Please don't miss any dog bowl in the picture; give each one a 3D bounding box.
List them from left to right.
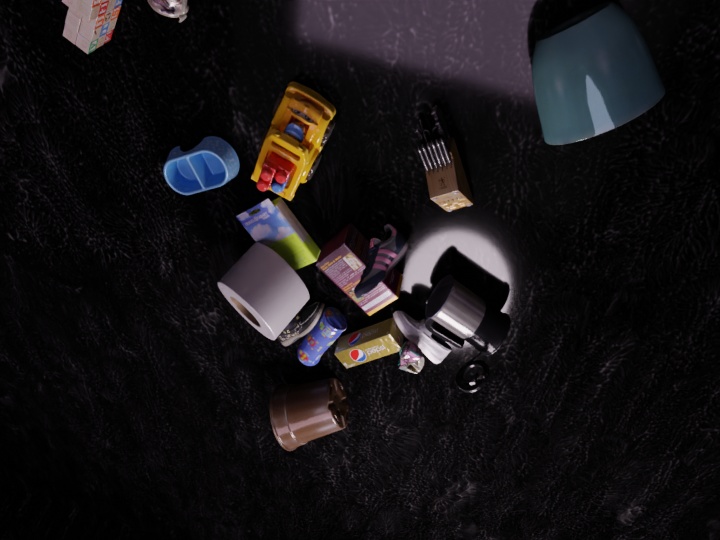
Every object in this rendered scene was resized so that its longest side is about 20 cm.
[{"bbox_3d":[-0.381,-0.241,1.242,0.193,0.050,0.114,-10,124,21],"label":"dog bowl"}]

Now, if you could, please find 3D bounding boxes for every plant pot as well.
[{"bbox_3d":[-0.148,0.433,1.627,0.192,0.203,0.204,-17,123,18],"label":"plant pot"},{"bbox_3d":[0.376,-0.333,0.871,0.195,0.202,0.165,-19,110,27],"label":"plant pot"}]

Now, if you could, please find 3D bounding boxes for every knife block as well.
[{"bbox_3d":[0.173,-0.232,1.098,0.062,0.183,0.198,-11,170,24],"label":"knife block"}]

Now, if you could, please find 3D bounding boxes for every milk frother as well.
[{"bbox_3d":[0.243,0.157,1.278,0.184,0.203,0.182,31,123,-11],"label":"milk frother"}]

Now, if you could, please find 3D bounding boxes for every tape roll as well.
[{"bbox_3d":[-0.242,0.053,1.320,0.200,0.140,0.205,36,158,17],"label":"tape roll"}]

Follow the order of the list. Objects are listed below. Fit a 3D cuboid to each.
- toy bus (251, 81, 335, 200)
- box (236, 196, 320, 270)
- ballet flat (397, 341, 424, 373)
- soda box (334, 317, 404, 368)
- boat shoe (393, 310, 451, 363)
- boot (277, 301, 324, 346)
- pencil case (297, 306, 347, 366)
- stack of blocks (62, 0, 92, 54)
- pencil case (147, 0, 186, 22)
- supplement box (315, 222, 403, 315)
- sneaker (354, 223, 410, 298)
[{"bbox_3d":[-0.150,-0.249,1.079,0.132,0.195,0.202,27,129,-7],"label":"toy bus"},{"bbox_3d":[-0.203,-0.090,1.312,0.119,0.048,0.202,-20,121,28],"label":"box"},{"bbox_3d":[0.138,0.239,1.410,0.070,0.070,0.201,32,166,12],"label":"ballet flat"},{"bbox_3d":[0.025,0.204,1.471,0.195,0.065,0.068,-24,120,30],"label":"soda box"},{"bbox_3d":[0.168,0.167,1.404,0.068,0.072,0.200,-40,105,16],"label":"boat shoe"},{"bbox_3d":[-0.206,0.115,1.460,0.153,0.074,0.202,41,127,-15],"label":"boot"},{"bbox_3d":[-0.109,0.189,1.487,0.079,0.085,0.201,56,132,22],"label":"pencil case"},{"bbox_3d":[-0.511,-0.526,1.010,0.058,0.117,0.200,33,129,-14],"label":"stack of blocks"},{"bbox_3d":[-0.336,-0.569,0.952,0.088,0.078,0.203,36,130,10],"label":"pencil case"},{"bbox_3d":[0.000,0.000,1.302,0.109,0.087,0.200,-32,114,34],"label":"supplement box"},{"bbox_3d":[0.033,-0.024,1.213,0.083,0.201,0.069,49,146,-12],"label":"sneaker"}]
